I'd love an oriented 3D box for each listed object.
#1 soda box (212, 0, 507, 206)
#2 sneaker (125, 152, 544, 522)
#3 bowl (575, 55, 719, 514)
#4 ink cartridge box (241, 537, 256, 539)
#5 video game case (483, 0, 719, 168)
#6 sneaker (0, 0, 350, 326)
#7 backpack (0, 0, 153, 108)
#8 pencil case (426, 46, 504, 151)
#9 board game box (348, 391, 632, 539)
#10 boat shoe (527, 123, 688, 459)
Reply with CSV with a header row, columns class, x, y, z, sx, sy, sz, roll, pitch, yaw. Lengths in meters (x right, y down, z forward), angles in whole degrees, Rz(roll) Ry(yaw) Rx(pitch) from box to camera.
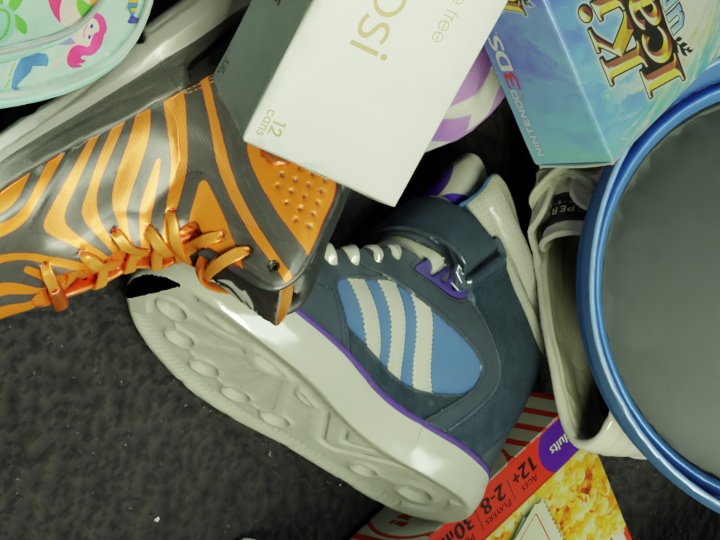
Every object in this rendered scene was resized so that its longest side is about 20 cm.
class,x,y,z,sx,sy,sz,roll,pitch,yaw
soda box,0.025,-0.129,0.798,0.063,0.068,0.201,22,107,-21
sneaker,0.000,0.000,0.987,0.200,0.080,0.147,37,60,-31
bowl,0.181,0.008,0.957,0.199,0.039,0.202,1,84,-13
ink cartridge box,-0.019,0.190,0.897,0.146,0.199,0.084,-35,116,-32
video game case,0.098,-0.172,0.908,0.181,0.045,0.201,-43,119,-32
sneaker,-0.082,-0.011,0.858,0.200,0.078,0.112,-40,83,-7
backpack,-0.159,-0.132,0.789,0.199,0.150,0.179,-10,95,-45
pencil case,-0.018,-0.127,0.948,0.200,0.084,0.086,36,48,-37
board game box,0.070,0.180,1.074,0.151,0.046,0.201,-40,119,-31
boat shoe,0.101,-0.020,0.993,0.065,0.072,0.202,2,85,-45
